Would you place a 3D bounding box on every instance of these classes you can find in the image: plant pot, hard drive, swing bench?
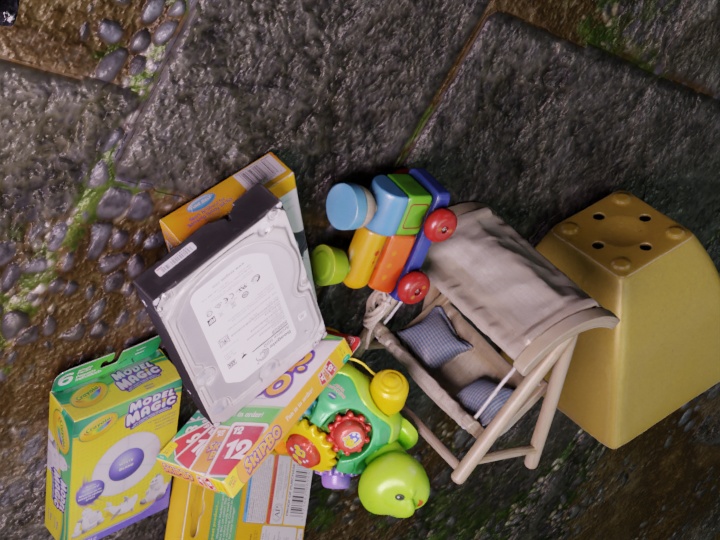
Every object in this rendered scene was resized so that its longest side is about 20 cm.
[{"bbox_3d":[0.287,0.034,1.665,0.193,0.195,0.201,-28,135,-26],"label":"plant pot"},{"bbox_3d":[-0.106,0.035,1.291,0.139,0.038,0.201,-38,146,-17],"label":"hard drive"},{"bbox_3d":[0.115,0.067,1.493,0.129,0.199,0.201,-3,126,-45],"label":"swing bench"}]

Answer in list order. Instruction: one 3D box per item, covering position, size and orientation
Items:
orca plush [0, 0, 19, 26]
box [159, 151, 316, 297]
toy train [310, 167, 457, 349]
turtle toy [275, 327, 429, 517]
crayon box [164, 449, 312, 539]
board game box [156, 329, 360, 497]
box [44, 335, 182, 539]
[{"bbox_3d":[-0.253,-0.177,0.958,0.200,0.071,0.105,-49,146,3],"label":"orca plush"},{"bbox_3d":[-0.103,0.001,1.332,0.119,0.041,0.201,-33,146,-20],"label":"box"},{"bbox_3d":[0.000,0.000,1.408,0.115,0.085,0.201,-2,126,-39],"label":"toy train"},{"bbox_3d":[-0.012,0.159,1.453,0.101,0.199,0.146,-45,162,-37],"label":"turtle toy"},{"bbox_3d":[-0.127,0.233,1.471,0.199,0.051,0.127,19,77,-57],"label":"crayon box"},{"bbox_3d":[-0.090,0.117,1.373,0.200,0.095,0.030,-47,128,-30],"label":"board game box"},{"bbox_3d":[-0.222,0.154,1.349,0.117,0.048,0.201,-22,137,-34],"label":"box"}]
